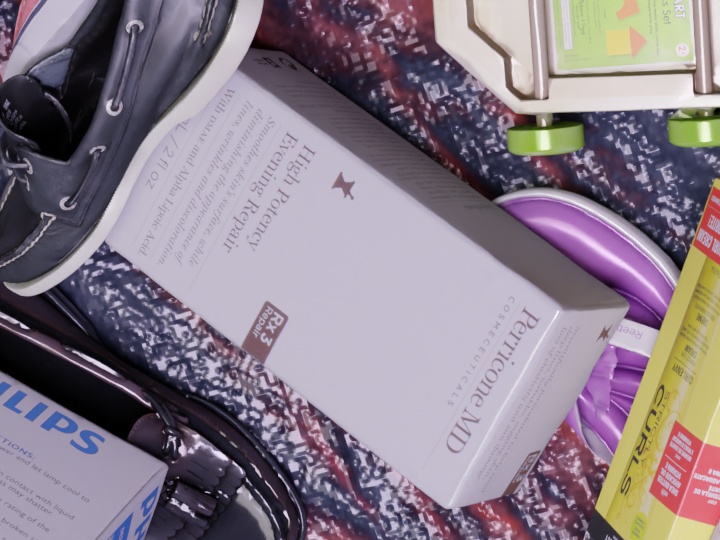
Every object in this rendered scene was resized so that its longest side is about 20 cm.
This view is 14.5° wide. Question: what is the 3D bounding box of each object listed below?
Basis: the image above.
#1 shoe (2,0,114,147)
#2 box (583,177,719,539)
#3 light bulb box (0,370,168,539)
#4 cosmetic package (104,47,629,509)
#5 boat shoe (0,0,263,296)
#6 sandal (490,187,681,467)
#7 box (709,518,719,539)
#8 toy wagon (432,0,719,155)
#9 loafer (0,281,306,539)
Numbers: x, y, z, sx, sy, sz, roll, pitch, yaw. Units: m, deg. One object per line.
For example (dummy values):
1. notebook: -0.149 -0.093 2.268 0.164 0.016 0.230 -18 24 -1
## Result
1. shoe: -0.109 -0.146 1.212 0.200 0.071 0.091 -59 41 38
2. box: 0.141 0.070 1.134 0.050 0.075 0.201 16 102 -19
3. light bulb box: -0.200 0.170 1.194 0.124 0.200 0.199 29 125 9
4. cosmetic package: 0.000 0.000 1.179 0.200 0.074 0.102 36 108 23
5. boat shoe: -0.118 -0.065 1.170 0.066 0.075 0.199 19 138 -29
6. sandal: 0.117 0.051 1.190 0.082 0.050 0.203 -36 91 18
7. box: 0.157 0.114 1.091 0.041 0.039 0.201 24 98 -17
8. toy wagon: 0.127 -0.128 1.162 0.199 0.040 0.156 -2 100 15
9. loafer: -0.114 0.072 1.250 0.200 0.063 0.072 39 106 6
